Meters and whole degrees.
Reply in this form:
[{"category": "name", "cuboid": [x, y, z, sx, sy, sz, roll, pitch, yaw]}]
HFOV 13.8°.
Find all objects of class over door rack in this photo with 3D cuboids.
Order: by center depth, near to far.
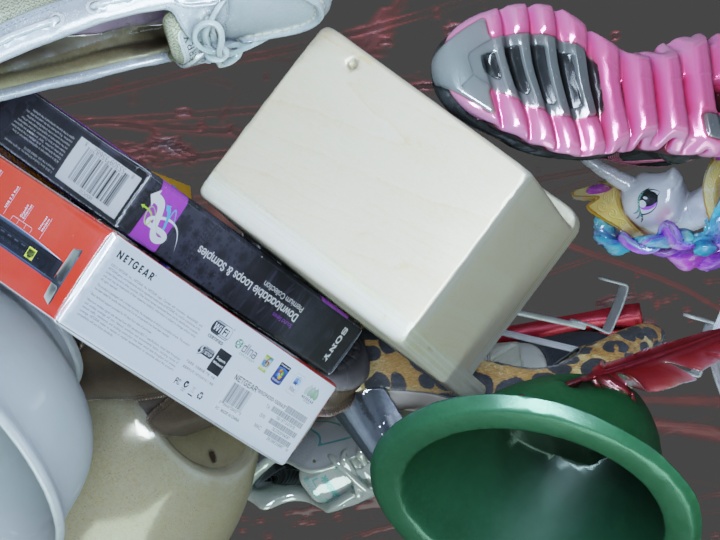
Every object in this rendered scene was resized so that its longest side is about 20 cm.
[{"category": "over door rack", "cuboid": [0.090, 0.045, 1.754, 0.199, 0.067, 0.148, 1, -170, -19]}]

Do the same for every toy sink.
[{"category": "toy sink", "cuboid": [0.025, -0.025, 1.500, 0.112, 0.130, 0.200, -52, 162, -2]}]

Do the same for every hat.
[{"category": "hat", "cuboid": [0.118, 0.063, 1.584, 0.199, 0.177, 0.166, 23, 140, -9]}]

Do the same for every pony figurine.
[{"category": "pony figurine", "cuboid": [0.239, -0.019, 1.661, 0.199, 0.167, 0.193, -20, 124, 35]}]

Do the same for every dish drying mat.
[{"category": "dish drying mat", "cuboid": [0.086, 0.057, 1.930, 0.199, 0.018, 0.077, -11, 159, 6]}]

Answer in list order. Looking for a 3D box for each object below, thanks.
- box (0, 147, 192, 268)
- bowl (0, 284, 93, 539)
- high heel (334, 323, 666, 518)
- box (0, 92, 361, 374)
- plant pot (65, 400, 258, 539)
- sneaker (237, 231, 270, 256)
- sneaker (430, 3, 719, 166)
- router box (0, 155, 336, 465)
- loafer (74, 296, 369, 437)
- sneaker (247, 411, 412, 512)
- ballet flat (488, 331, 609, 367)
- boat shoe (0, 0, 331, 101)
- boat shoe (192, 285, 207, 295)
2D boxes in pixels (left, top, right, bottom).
[{"category": "box", "cuboid": [-0.181, -0.029, 1.599, 0.119, 0.042, 0.200, -22, 157, 30]}, {"category": "bowl", "cuboid": [-0.210, 0.056, 1.571, 0.201, 0.090, 0.201, 29, 147, 21]}, {"category": "high heel", "cuboid": [0.067, 0.039, 1.644, 0.200, 0.143, 0.071, -32, 173, -27]}, {"category": "box", "cuboid": [-0.100, -0.025, 1.487, 0.036, 0.143, 0.200, -55, 141, -1]}, {"category": "plant pot", "cuboid": [-0.136, 0.098, 1.717, 0.200, 0.201, 0.134, 14, 146, -44]}, {"category": "sneaker", "cuboid": [0.000, 0.000, 1.681, 0.200, 0.078, 0.090, -27, 154, 38]}, {"category": "sneaker", "cuboid": [0.112, -0.084, 1.534, 0.199, 0.079, 0.095, 7, 165, -31]}, {"category": "router box", "cuboid": [-0.131, 0.002, 1.421, 0.049, 0.179, 0.200, -56, 143, -2]}, {"category": "loafer", "cuboid": [-0.083, 0.053, 1.601, 0.199, 0.071, 0.073, 10, -157, 29]}, {"category": "sneaker", "cuboid": [0.009, 0.116, 1.852, 0.200, 0.071, 0.080, -15, -160, 39]}, {"category": "ballet flat", "cuboid": [0.075, 0.085, 1.883, 0.200, 0.073, 0.073, -23, 154, 39]}, {"category": "boat shoe", "cuboid": [-0.109, -0.112, 1.379, 0.201, 0.065, 0.074, -5, 158, -6]}, {"category": "boat shoe", "cuboid": [-0.080, 0.065, 1.826, 0.070, 0.067, 0.200, -4, 158, -10]}]
